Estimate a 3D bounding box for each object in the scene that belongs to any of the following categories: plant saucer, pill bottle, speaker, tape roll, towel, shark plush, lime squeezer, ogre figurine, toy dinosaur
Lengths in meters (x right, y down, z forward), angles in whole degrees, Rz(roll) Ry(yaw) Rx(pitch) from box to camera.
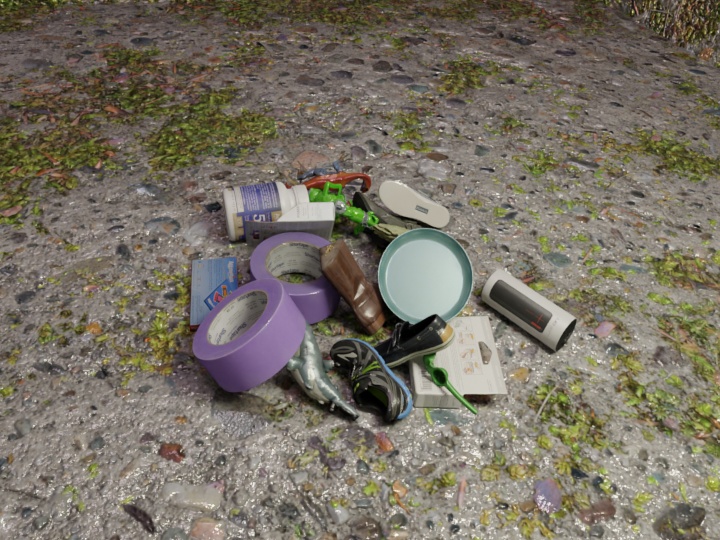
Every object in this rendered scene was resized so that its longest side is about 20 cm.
[{"bbox_3d":[0.132,0.015,1.261,0.193,0.027,0.207,0,74,0],"label":"plant saucer"},{"bbox_3d":[-0.221,-0.144,1.451,0.194,0.122,0.121,-10,42,-13],"label":"pill bottle"},{"bbox_3d":[0.356,0.083,1.305,0.080,0.083,0.199,-29,52,-34],"label":"speaker"},{"bbox_3d":[-0.135,0.014,1.303,0.193,0.087,0.203,4,41,-4],"label":"tape roll"},{"bbox_3d":[0.133,-0.063,1.393,0.196,0.037,0.148,16,10,-31],"label":"towel"},{"bbox_3d":[-0.073,0.185,1.110,0.083,0.091,0.200,-40,60,-7],"label":"shark plush"},{"bbox_3d":[-0.202,0.114,1.118,0.196,0.086,0.202,-24,31,15],"label":"tape roll"},{"bbox_3d":[0.152,0.184,1.136,0.069,0.038,0.202,21,31,-29],"label":"lime squeezer"},{"bbox_3d":[-0.057,-0.154,1.479,0.118,0.099,0.201,20,25,-45],"label":"ogre figurine"},{"bbox_3d":[-0.068,-0.214,1.557,0.176,0.108,0.201,2,30,21],"label":"toy dinosaur"}]

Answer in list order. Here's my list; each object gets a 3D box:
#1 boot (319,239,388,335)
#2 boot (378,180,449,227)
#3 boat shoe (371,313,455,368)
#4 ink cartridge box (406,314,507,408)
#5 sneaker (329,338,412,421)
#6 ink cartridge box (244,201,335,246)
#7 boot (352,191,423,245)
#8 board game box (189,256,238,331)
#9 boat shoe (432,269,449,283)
[{"bbox_3d":[0.000,0.000,1.268,0.063,0.202,0.188,-21,27,34],"label":"boot"},{"bbox_3d":[0.127,-0.169,1.539,0.196,0.074,0.091,27,13,-14],"label":"boot"},{"bbox_3d":[0.084,0.131,1.156,0.197,0.063,0.075,-23,22,35],"label":"boat shoe"},{"bbox_3d":[0.180,0.173,1.202,0.170,0.046,0.203,2,41,-3],"label":"ink cartridge box"},{"bbox_3d":[0.010,0.197,1.126,0.081,0.072,0.199,-12,44,-45],"label":"sneaker"},{"bbox_3d":[-0.161,-0.101,1.386,0.193,0.160,0.049,0,72,-9],"label":"ink cartridge box"},{"bbox_3d":[0.067,-0.126,1.535,0.128,0.069,0.201,-5,40,-32],"label":"boot"},{"bbox_3d":[-0.309,0.046,1.305,0.100,0.020,0.203,-4,42,-10],"label":"board game box"},{"bbox_3d":[0.132,0.009,1.369,0.071,0.071,0.198,-41,36,-22],"label":"boat shoe"}]
